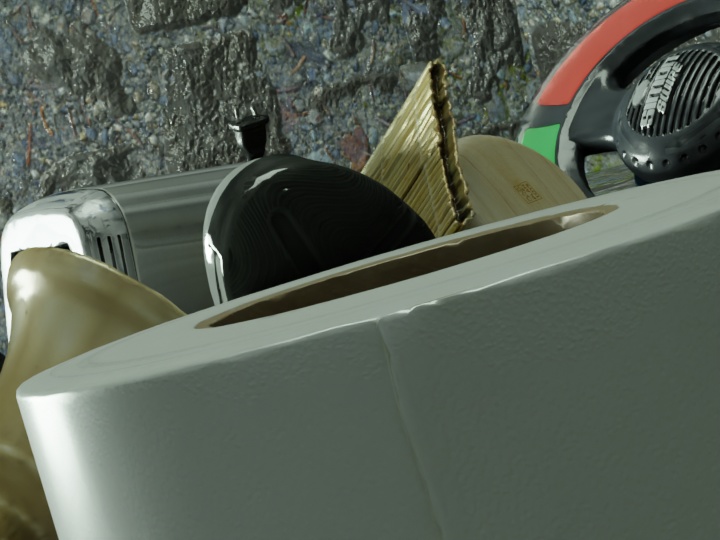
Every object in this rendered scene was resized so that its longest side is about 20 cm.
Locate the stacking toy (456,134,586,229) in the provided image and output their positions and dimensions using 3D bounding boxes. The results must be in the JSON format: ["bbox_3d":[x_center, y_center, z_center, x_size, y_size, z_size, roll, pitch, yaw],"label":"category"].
[{"bbox_3d":[0.026,0.032,1.090,0.085,0.085,0.200,-20,-27,-50],"label":"stacking toy"}]

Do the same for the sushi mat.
[{"bbox_3d":[0.000,0.000,1.062,0.012,0.096,0.200,9,-38,-22],"label":"sushi mat"}]

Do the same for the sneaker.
[{"bbox_3d":[-0.022,0.016,0.757,0.115,0.201,0.076,31,76,38],"label":"sneaker"}]

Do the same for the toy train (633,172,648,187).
[{"bbox_3d":[0.117,0.011,1.198,0.200,0.085,0.116,-37,-24,-1],"label":"toy train"}]

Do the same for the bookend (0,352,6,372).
[{"bbox_3d":[-0.243,0.122,0.897,0.199,0.092,0.200,-52,2,25],"label":"bookend"}]

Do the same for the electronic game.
[{"bbox_3d":[0.158,-0.076,1.122,0.200,0.042,0.200,-26,40,24],"label":"electronic game"}]

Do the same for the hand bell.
[{"bbox_3d":[-0.129,0.100,0.777,0.104,0.104,0.200,-11,39,56],"label":"hand bell"}]

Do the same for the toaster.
[{"bbox_3d":[-0.078,0.029,1.029,0.129,0.200,0.114,-8,3,-35],"label":"toaster"}]

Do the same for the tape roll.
[{"bbox_3d":[0.030,0.065,0.573,0.202,0.139,0.203,-16,3,1],"label":"tape roll"}]
